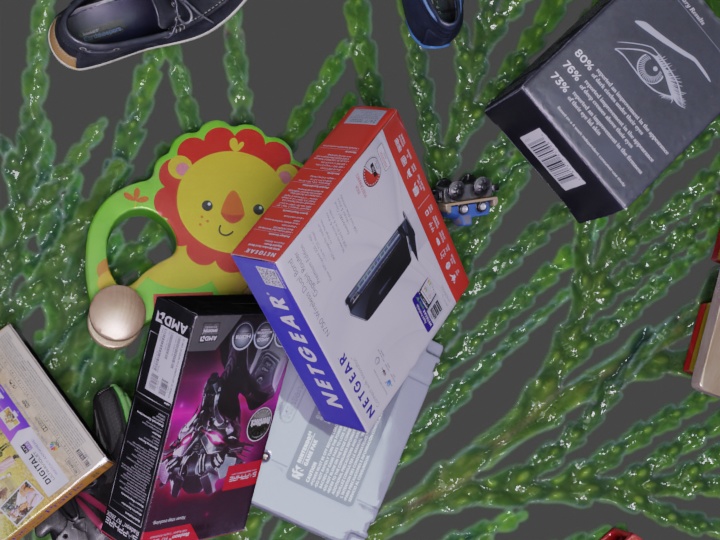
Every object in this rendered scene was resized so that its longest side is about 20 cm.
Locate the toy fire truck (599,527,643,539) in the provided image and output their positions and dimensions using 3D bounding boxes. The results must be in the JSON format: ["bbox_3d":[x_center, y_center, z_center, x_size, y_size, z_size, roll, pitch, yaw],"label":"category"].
[{"bbox_3d":[0.230,0.355,1.149,0.141,0.049,0.200,40,79,-7],"label":"toy fire truck"}]

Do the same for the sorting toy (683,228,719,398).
[{"bbox_3d":[0.419,0.047,1.210,0.198,0.070,0.201,19,81,-12],"label":"sorting toy"}]

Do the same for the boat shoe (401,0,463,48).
[{"bbox_3d":[0.064,-0.308,1.150,0.084,0.069,0.201,-20,90,-15],"label":"boat shoe"}]

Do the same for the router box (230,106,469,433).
[{"bbox_3d":[0.000,0.000,1.027,0.180,0.049,0.200,-54,136,-30],"label":"router box"}]

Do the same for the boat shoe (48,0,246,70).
[{"bbox_3d":[-0.175,-0.233,1.090,0.199,0.062,0.075,-26,90,-16],"label":"boat shoe"}]

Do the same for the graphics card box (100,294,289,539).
[{"bbox_3d":[-0.126,0.119,1.000,0.125,0.051,0.201,2,106,-52],"label":"graphics card box"}]

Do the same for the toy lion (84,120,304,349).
[{"bbox_3d":[-0.138,-0.034,1.087,0.199,0.069,0.193,-2,79,-14],"label":"toy lion"}]

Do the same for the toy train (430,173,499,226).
[{"bbox_3d":[0.040,-0.052,1.122,0.199,0.034,0.046,-12,105,-27],"label":"toy train"}]

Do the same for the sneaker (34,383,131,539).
[{"bbox_3d":[-0.225,0.192,1.036,0.083,0.077,0.201,11,82,-17],"label":"sneaker"}]

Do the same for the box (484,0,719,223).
[{"bbox_3d":[0.242,-0.167,1.165,0.200,0.104,0.148,-42,96,-14],"label":"box"}]

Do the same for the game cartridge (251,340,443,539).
[{"bbox_3d":[-0.021,0.129,1.106,0.133,0.040,0.201,28,75,-14],"label":"game cartridge"}]

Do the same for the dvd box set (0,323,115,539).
[{"bbox_3d":[-0.318,0.160,1.005,0.200,0.029,0.146,-39,74,-7],"label":"dvd box set"}]
